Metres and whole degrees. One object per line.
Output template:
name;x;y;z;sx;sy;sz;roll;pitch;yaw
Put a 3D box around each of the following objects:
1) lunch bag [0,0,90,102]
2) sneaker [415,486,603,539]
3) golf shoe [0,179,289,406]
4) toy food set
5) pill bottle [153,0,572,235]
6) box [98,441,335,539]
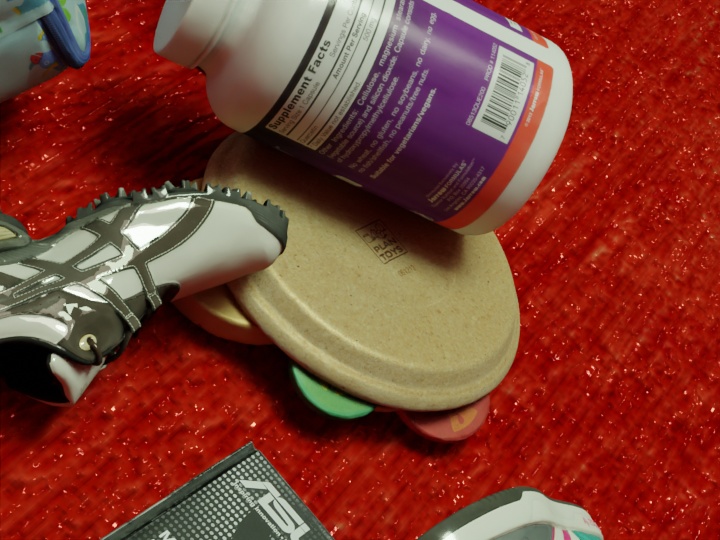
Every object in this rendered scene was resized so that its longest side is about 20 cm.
lunch bag;-0.202;-0.189;0.790;0.161;0.082;0.200;-112;176;-57
sneaker;0.083;0.167;0.730;0.121;0.084;0.200;57;18;23
golf shoe;-0.120;0.016;0.750;0.200;0.078;0.095;-9;69;-25
toy food set;0.000;0.000;0.880;0.198;0.049;0.200;39;38;0
pill bottle;0.001;-0.103;0.852;0.200;0.112;0.113;24;41;-18
box;-0.046;0.189;0.661;0.200;0.048;0.193;49;41;11
